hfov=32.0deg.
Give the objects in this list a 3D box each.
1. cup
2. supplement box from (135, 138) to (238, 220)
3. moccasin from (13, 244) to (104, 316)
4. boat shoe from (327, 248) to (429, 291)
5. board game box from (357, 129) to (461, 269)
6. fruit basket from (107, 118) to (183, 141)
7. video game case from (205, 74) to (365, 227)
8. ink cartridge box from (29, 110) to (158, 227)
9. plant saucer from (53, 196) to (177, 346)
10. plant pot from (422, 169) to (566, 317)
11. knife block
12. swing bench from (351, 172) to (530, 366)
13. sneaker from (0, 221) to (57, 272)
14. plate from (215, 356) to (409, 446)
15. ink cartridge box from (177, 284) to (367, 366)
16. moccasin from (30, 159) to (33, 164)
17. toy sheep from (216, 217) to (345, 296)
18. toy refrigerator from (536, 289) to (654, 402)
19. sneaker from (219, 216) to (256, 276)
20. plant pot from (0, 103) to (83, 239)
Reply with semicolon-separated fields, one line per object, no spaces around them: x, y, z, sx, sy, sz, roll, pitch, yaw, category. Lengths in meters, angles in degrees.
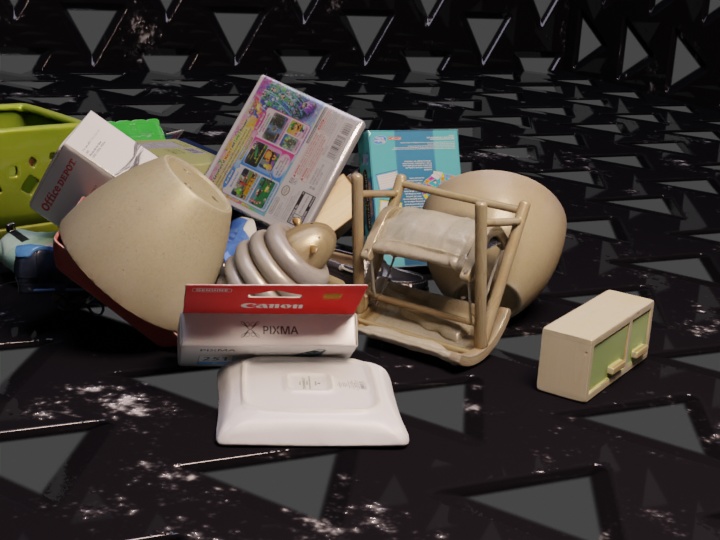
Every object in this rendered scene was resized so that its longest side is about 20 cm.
-0.233;-0.049;1.482;0.200;0.144;0.201;39;12;-10;cup
-0.317;-0.116;1.924;0.197;0.137;0.199;-7;19;-33;supplement box
-0.367;0.018;1.569;0.079;0.069;0.199;-1;-12;32;moccasin
0.000;0.000;1.739;0.196;0.061;0.074;8;16;14;boat shoe
0.078;-0.105;1.860;0.148;0.204;0.047;-3;-4;-22;board game box
-0.405;-0.167;2.084;0.183;0.200;0.095;-9;62;-41;fruit basket
-0.115;-0.166;1.837;0.180;0.202;0.024;26;-10;16;video game case
-0.317;-0.092;1.658;0.199;0.146;0.085;35;44;-10;ink cartridge box
-0.288;0.007;1.540;0.199;0.037;0.200;40;12;-13;plant saucer
0.171;-0.013;1.654;0.197;0.202;0.136;5;52;6;plant pot
-0.033;-0.098;1.872;0.064;0.175;0.199;50;28;7;knife block
0.083;-0.004;1.547;0.197;0.204;0.129;15;11;32;swing bench
-0.410;-0.039;1.748;0.117;0.075;0.199;23;26;40;sneaker
-0.055;0.132;1.336;0.196;0.033;0.200;2;16;-6;plate
-0.100;0.063;1.376;0.196;0.046;0.176;0;-19;-10;ink cartridge box
-0.615;-0.198;2.235;0.072;0.079;0.202;3;17;-1;moccasin
-0.104;0.018;1.495;0.138;0.200;0.138;41;13;-12;toy sheep
0.284;0.087;1.488;0.069;0.077;0.199;13;18;30;toy refrigerator
-0.205;-0.032;1.768;0.109;0.078;0.200;9;21;-15;sneaker
-0.537;-0.142;1.882;0.198;0.185;0.197;-12;22;-42;plant pot
